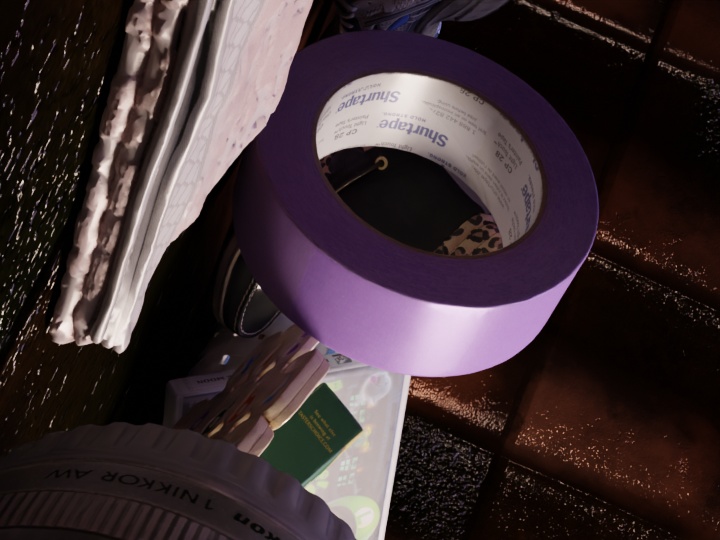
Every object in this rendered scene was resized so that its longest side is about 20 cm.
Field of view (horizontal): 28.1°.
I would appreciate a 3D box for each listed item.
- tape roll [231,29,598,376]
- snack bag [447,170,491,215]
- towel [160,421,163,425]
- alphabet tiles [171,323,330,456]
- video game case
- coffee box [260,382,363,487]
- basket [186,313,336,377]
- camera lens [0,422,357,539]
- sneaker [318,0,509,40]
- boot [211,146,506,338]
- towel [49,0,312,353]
[{"bbox_3d":[0.030,-0.042,0.807,0.066,0.198,0.201,115,-1,-49],"label":"tape roll"},{"bbox_3d":[0.027,-0.027,1.039,0.200,0.188,0.022,-41,129,-23],"label":"snack bag"},{"bbox_3d":[-0.172,0.206,1.008,0.201,0.023,0.145,-66,179,-48],"label":"towel"},{"bbox_3d":[-0.087,0.100,0.818,0.196,0.015,0.200,-49,-169,-29],"label":"alphabet tiles"},{"bbox_3d":[-0.056,0.152,1.018,0.023,0.180,0.202,46,-44,49],"label":"video game case"},{"bbox_3d":[-0.093,0.157,0.878,0.200,0.044,0.123,-39,174,-29],"label":"coffee box"},{"bbox_3d":[-0.053,0.100,1.122,0.201,0.137,0.178,71,34,-46],"label":"basket"},{"bbox_3d":[-0.072,0.146,0.314,0.200,0.158,0.161,-66,180,-64],"label":"camera lens"},{"bbox_3d":[0.013,-0.175,0.886,0.200,0.084,0.078,-33,-127,53],"label":"sneaker"},{"bbox_3d":[0.000,0.000,0.923,0.201,0.151,0.073,-52,157,19],"label":"boot"},{"bbox_3d":[-0.039,-0.094,0.490,0.192,0.032,0.201,-67,-179,-50],"label":"towel"}]
